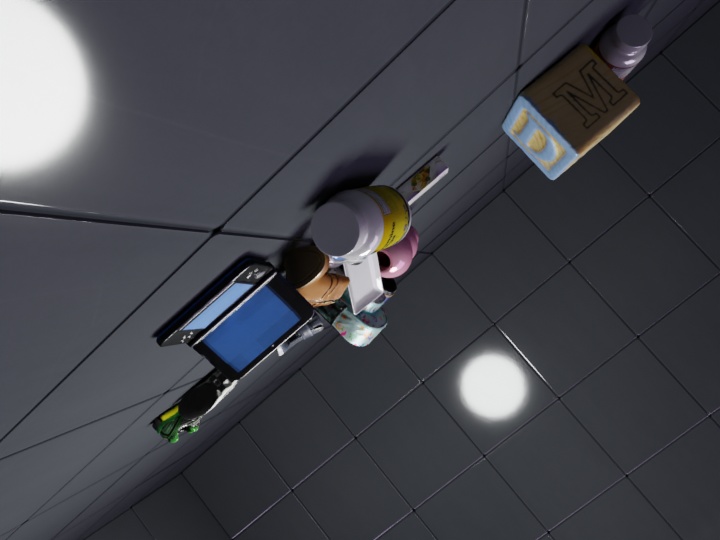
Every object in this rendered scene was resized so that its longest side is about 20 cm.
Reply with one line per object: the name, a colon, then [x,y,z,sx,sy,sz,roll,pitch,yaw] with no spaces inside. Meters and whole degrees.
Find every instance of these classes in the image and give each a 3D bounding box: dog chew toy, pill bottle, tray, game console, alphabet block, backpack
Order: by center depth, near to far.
game console: [-0.196,0.089,0.954,0.200,0.118,0.171,-41,173,4]
pill bottle: [0.002,-0.080,0.969,0.112,0.112,0.200,-44,171,26]
alphabet block: [0.488,-0.369,1.380,0.200,0.196,0.195,-40,174,-5]
tray: [0.000,0.000,1.390,0.107,0.022,0.200,-36,132,-31]
pill bottle: [0.630,-0.534,1.439,0.112,0.112,0.200,-39,172,-7]
dog chew toy: [0.091,-0.063,1.503,0.125,0.125,0.200,-46,178,36]
backpack: [-0.020,0.095,1.527,0.151,0.200,0.178,-44,171,19]
pill bottle: [0.028,0.094,2.087,0.200,0.112,0.112,-45,171,32]

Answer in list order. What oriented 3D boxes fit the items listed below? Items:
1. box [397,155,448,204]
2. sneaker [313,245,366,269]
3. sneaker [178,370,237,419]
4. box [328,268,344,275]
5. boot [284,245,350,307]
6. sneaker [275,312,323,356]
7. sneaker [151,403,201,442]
box: [0.101,-0.164,1.247,0.200,0.039,0.041,-41,171,2]
sneaker: [-0.013,-0.056,1.173,0.077,0.076,0.200,-40,175,29]
sneaker: [-0.373,0.307,1.494,0.200,0.074,0.089,-40,170,-3]
box: [-0.125,0.062,1.380,0.200,0.039,0.041,-42,172,11]
boot: [-0.077,0.015,1.085,0.155,0.074,0.200,6,155,-40]
sneaker: [-0.174,0.160,1.560,0.146,0.077,0.202,-29,-179,-4]
sneaker: [-0.440,0.377,1.531,0.200,0.085,0.078,-35,171,-39]
